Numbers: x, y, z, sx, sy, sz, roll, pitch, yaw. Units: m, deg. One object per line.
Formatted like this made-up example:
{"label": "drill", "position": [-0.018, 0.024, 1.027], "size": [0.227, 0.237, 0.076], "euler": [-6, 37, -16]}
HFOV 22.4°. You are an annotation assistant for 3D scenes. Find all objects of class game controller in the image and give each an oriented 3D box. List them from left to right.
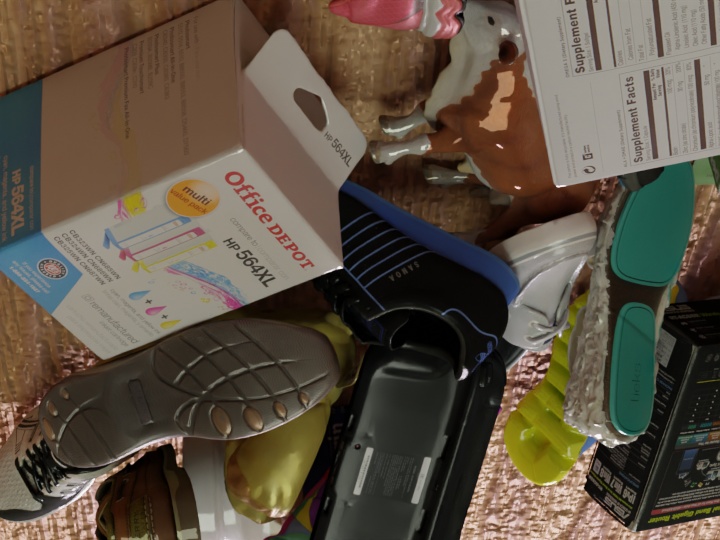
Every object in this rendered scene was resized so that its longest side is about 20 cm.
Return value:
{"label": "game controller", "position": [0.030, 0.137, 1.231], "size": [0.104, 0.042, 0.201], "euler": [13, 102, -13]}

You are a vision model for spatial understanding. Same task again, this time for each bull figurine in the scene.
{"label": "bull figurine", "position": [0.079, -0.086, 1.131], "size": [0.121, 0.065, 0.200], "euler": [-19, 140, 19]}

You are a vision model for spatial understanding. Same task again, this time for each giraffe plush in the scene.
{"label": "giraffe plush", "position": [-0.093, 0.061, 1.240], "size": [0.161, 0.173, 0.200], "euler": [24, 149, -4]}

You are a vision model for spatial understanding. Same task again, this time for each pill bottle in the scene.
{"label": "pill bottle", "position": [-0.035, 0.163, 1.388], "size": [0.198, 0.116, 0.116], "euler": [-5, 142, -3]}

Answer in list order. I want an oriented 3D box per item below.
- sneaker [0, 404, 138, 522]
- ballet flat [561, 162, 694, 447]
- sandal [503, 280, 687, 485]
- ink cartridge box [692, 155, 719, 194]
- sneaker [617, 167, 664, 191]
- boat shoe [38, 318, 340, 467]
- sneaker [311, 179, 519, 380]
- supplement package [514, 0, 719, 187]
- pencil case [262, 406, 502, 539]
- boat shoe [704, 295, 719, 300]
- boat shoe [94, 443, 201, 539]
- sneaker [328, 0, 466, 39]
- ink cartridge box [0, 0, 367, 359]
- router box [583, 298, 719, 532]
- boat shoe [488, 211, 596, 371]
{"label": "sneaker", "position": [-0.214, 0.125, 1.324], "size": [0.200, 0.076, 0.088], "euler": [-37, 177, 23]}
{"label": "ballet flat", "position": [0.168, 0.015, 1.205], "size": [0.071, 0.202, 0.072], "euler": [12, 172, 2]}
{"label": "sandal", "position": [0.181, 0.071, 1.350], "size": [0.087, 0.080, 0.200], "euler": [-18, 151, -45]}
{"label": "ink cartridge box", "position": [0.277, -0.100, 1.144], "size": [0.103, 0.060, 0.201], "euler": [-2, 142, -5]}
{"label": "sneaker", "position": [0.187, -0.122, 1.094], "size": [0.081, 0.074, 0.201], "euler": [-7, 143, -1]}
{"label": "boat shoe", "position": [-0.105, 0.069, 1.146], "size": [0.199, 0.076, 0.072], "euler": [-11, -173, 16]}
{"label": "sneaker", "position": [0.000, 0.000, 1.160], "size": [0.199, 0.078, 0.070], "euler": [23, 149, 10]}
{"label": "supplement package", "position": [0.126, -0.175, 0.915], "size": [0.110, 0.201, 0.156], "euler": [-12, 141, 6]}
{"label": "pencil case", "position": [0.017, 0.144, 1.292], "size": [0.201, 0.088, 0.088], "euler": [-54, 132, -2]}
{"label": "boat shoe", "position": [0.250, 0.099, 1.386], "size": [0.073, 0.068, 0.200], "euler": [8, 139, -18]}
{"label": "boat shoe", "position": [-0.161, 0.167, 1.315], "size": [0.067, 0.073, 0.200], "euler": [-9, 177, -11]}
{"label": "sneaker", "position": [0.017, -0.200, 0.973], "size": [0.086, 0.074, 0.201], "euler": [-1, 140, -1]}
{"label": "ink cartridge box", "position": [-0.106, -0.058, 1.092], "size": [0.199, 0.126, 0.129], "euler": [-21, 140, 19]}
{"label": "router box", "position": [0.267, 0.097, 1.301], "size": [0.199, 0.062, 0.151], "euler": [-3, 119, -36]}
{"label": "boat shoe", "position": [0.111, 0.022, 1.223], "size": [0.072, 0.069, 0.200], "euler": [-14, 164, -27]}
